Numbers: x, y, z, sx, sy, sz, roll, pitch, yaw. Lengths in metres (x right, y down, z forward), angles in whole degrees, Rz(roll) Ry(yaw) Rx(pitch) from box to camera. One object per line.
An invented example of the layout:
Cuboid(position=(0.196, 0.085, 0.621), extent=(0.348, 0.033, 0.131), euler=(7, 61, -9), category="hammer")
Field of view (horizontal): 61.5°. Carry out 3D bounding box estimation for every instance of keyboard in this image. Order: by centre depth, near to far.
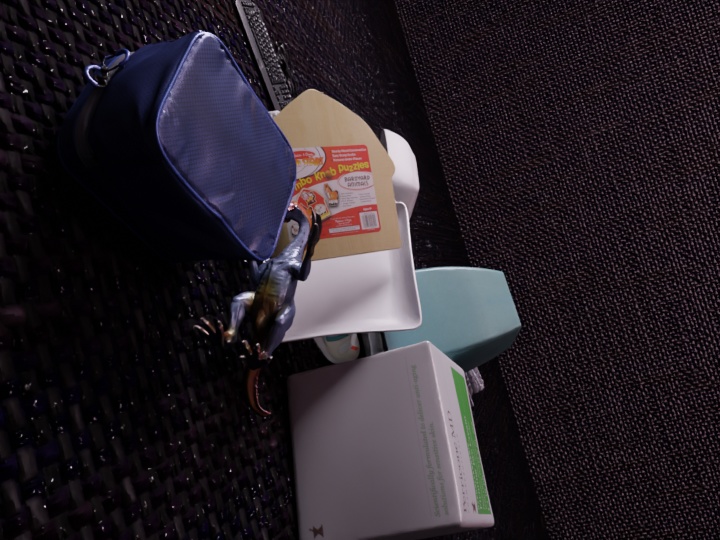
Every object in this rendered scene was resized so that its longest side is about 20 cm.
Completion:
Cuboid(position=(-0.137, -0.343, 0.989), extent=(0.104, 0.039, 0.204), euler=(-53, 126, -68), category="keyboard")

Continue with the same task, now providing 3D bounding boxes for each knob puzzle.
Cuboid(position=(-0.047, -0.115, 0.735), extent=(0.030, 0.216, 0.225), euler=(-14, -86, 63), category="knob puzzle")

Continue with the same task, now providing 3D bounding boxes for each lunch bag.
Cuboid(position=(-0.162, -0.101, 0.533), extent=(0.201, 0.129, 0.138), euler=(56, 40, -45), category="lunch bag")

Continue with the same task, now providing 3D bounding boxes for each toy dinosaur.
Cuboid(position=(-0.101, 0.014, 0.650), extent=(0.183, 0.103, 0.203), euler=(-61, 166, -46), category="toy dinosaur")

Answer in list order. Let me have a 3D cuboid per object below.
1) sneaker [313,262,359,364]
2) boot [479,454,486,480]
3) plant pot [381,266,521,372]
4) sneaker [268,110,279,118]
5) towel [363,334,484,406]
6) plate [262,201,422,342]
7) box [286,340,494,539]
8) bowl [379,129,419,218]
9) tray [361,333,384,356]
Cuboid(position=(-0.027, 0.063, 0.862), extent=(0.071, 0.091, 0.201), euler=(-89, 155, -45), category="sneaker")
Cuboid(position=(0.116, 0.336, 0.933), extent=(0.201, 0.165, 0.078), euler=(53, 25, -48), category="boot")
Cuboid(position=(0.125, 0.079, 0.895), extent=(0.142, 0.195, 0.144), euler=(83, -7, -64), category="plant pot")
Cuboid(position=(-0.116, -0.124, 0.793), extent=(0.202, 0.076, 0.100), euler=(-86, 156, -48), category="sneaker")
Cuboid(position=(0.110, 0.168, 1.073), extent=(0.086, 0.162, 0.203), euler=(-57, 131, -44), category="towel")
Cuboid(position=(-0.028, 0.003, 0.768), extent=(0.033, 0.195, 0.203), euler=(82, 3, -52), category="plate")
Cuboid(position=(0.035, 0.219, 0.735), extent=(0.171, 0.196, 0.203), euler=(39, 39, -58), category="box")
Cuboid(position=(0.062, -0.154, 1.216), extent=(0.202, 0.073, 0.203), euler=(-91, -166, -49), category="bowl")
Cuboid(position=(0.019, 0.116, 0.951), extent=(0.200, 0.022, 0.110), euler=(-130, -150, -83), category="tray")
